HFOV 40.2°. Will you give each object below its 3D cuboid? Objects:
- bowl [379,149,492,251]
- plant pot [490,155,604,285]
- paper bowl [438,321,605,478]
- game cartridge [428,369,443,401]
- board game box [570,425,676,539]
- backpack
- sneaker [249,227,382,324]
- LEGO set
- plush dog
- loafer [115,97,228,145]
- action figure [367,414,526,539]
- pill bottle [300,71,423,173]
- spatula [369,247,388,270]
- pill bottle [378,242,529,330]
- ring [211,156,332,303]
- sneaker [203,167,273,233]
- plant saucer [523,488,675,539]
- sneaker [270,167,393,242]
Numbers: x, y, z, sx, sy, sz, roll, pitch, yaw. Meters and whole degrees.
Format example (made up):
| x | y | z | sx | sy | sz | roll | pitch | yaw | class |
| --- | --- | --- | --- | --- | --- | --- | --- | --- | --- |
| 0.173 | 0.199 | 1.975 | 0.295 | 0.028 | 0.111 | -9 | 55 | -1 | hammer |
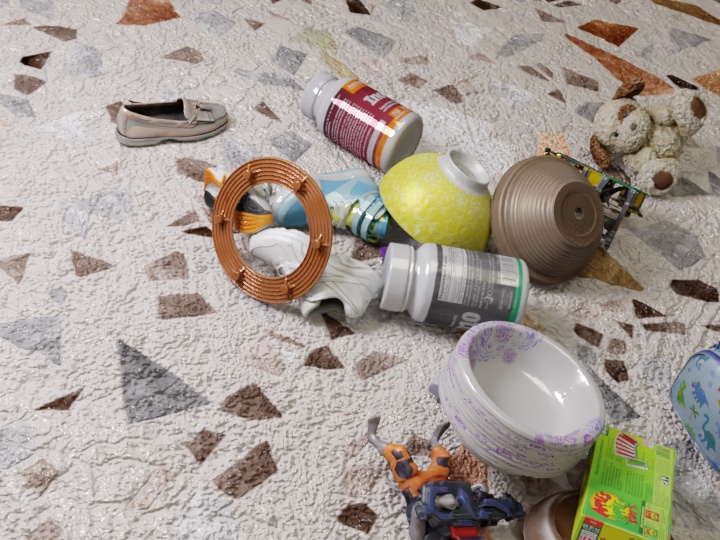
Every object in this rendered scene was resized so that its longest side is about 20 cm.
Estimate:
| x | y | z | sx | sy | sz | roll | pitch | yaw | class |
| --- | --- | --- | --- | --- | --- | --- | --- | --- | --- |
| 0.139 | -0.121 | 1.525 | 0.199 | 0.108 | 0.201 | 27 | 32 | -18 | bowl |
| 0.304 | -0.082 | 1.505 | 0.199 | 0.093 | 0.203 | 3 | 83 | -26 | plant pot |
| 0.189 | 0.167 | 1.203 | 0.199 | 0.105 | 0.201 | 18 | 34 | -13 | paper bowl |
| 0.205 | 0.174 | 1.321 | 0.199 | 0.041 | 0.133 | 32 | 40 | 18 | game cartridge |
| 0.316 | 0.268 | 1.173 | 0.101 | 0.048 | 0.200 | 18 | 27 | 12 | board game box |
| 0.518 | 0.165 | 1.295 | 0.145 | 0.201 | 0.184 | -4 | 45 | -20 | backpack |
| -0.075 | 0.011 | 1.379 | 0.198 | 0.078 | 0.100 | 22 | 67 | 9 | sneaker |
| 0.378 | -0.113 | 1.662 | 0.199 | 0.117 | 0.154 | 27 | 13 | 8 | LEGO set |
| 0.512 | -0.255 | 1.810 | 0.170 | 0.202 | 0.161 | 24 | 7 | -4 | plush dog |
| -0.305 | -0.253 | 1.620 | 0.199 | 0.063 | 0.072 | -16 | 49 | -31 | loafer |
| 0.098 | 0.272 | 1.164 | 0.199 | 0.105 | 0.195 | 22 | 37 | -40 | action figure |
| -0.001 | -0.258 | 1.677 | 0.199 | 0.114 | 0.113 | 32 | 44 | 19 | pill bottle |
| 0.000 | 0.000 | 1.458 | 0.198 | 0.021 | 0.057 | -13 | 57 | -21 | spatula |
| 0.131 | 0.023 | 1.405 | 0.198 | 0.114 | 0.114 | 10 | 41 | -5 | pill bottle |
| -0.127 | -0.055 | 1.356 | 0.200 | 0.202 | 0.019 | 33 | 22 | 20 | ring |
| -0.161 | -0.113 | 1.464 | 0.091 | 0.076 | 0.200 | -9 | 26 | -28 | sneaker |
| 0.291 | 0.319 | 1.152 | 0.198 | 0.032 | 0.201 | 11 | 27 | -6 | plant saucer |
| -0.031 | -0.088 | 1.508 | 0.199 | 0.080 | 0.131 | -20 | 50 | -33 | sneaker |
